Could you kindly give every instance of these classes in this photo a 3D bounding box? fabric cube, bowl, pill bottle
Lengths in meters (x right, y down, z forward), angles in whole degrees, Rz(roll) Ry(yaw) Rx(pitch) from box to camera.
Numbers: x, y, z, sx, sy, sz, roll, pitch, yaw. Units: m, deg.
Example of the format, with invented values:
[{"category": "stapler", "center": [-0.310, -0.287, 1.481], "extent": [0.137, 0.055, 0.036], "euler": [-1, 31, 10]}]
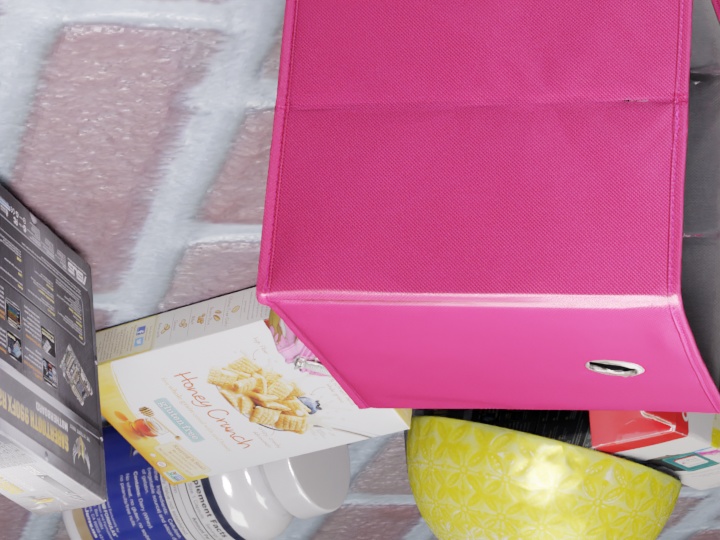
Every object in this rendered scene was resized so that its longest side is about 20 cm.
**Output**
[{"category": "fabric cube", "center": [0.077, -0.046, 1.240], "extent": [0.199, 0.201, 0.196], "euler": [0, 162, 15]}, {"category": "bowl", "center": [0.119, 0.178, 1.787], "extent": [0.199, 0.108, 0.200], "euler": [14, 172, 2]}, {"category": "pill bottle", "center": [-0.116, 0.155, 1.885], "extent": [0.199, 0.116, 0.116], "euler": [-16, 157, 25]}]

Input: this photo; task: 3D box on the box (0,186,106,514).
[{"category": "box", "center": [-0.210, 0.042, 1.482], "extent": [0.048, 0.159, 0.200], "euler": [-10, 160, 13]}]

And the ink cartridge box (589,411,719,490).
[{"category": "ink cartridge box", "center": [0.212, 0.074, 1.747], "extent": [0.067, 0.117, 0.200], "euler": [-16, 156, 31]}]

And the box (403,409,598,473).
[{"category": "box", "center": [0.113, 0.099, 1.886], "extent": [0.158, 0.049, 0.200], "euler": [-3, 159, -1]}]

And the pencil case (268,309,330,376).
[{"category": "pencil case", "center": [0.000, 0.000, 1.541], "extent": [0.082, 0.087, 0.200], "euler": [-4, 159, -16]}]

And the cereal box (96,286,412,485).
[{"category": "cereal box", "center": [-0.082, 0.077, 1.733], "extent": [0.199, 0.040, 0.144], "euler": [-16, 135, 27]}]
